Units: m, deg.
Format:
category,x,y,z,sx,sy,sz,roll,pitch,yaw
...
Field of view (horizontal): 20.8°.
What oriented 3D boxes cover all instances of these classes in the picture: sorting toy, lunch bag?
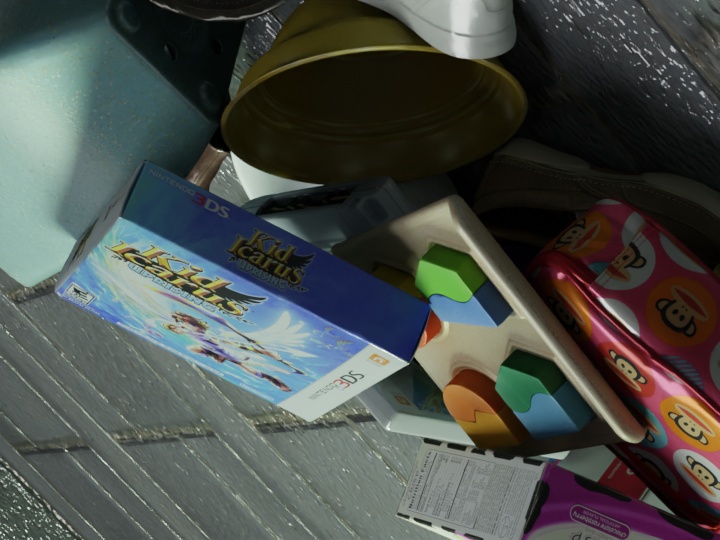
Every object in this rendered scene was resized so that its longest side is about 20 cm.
category,x,y,z,sx,sy,sz,roll,pitch,yaw
sorting toy,0.070,0.046,1.219,0.185,0.036,0.200,51,158,-9
lunch bag,0.180,0.064,1.203,0.200,0.082,0.176,43,157,11

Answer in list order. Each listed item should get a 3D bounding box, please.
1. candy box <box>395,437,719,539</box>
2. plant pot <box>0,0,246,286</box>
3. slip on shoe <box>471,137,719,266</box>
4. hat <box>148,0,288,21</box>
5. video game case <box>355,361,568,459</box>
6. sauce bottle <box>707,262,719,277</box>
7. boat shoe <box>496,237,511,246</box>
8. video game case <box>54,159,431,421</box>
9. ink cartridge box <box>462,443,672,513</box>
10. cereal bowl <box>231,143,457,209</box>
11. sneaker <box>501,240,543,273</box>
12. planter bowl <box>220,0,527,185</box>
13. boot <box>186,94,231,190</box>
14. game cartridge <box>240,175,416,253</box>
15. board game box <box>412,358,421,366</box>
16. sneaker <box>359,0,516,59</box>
category,x,y,z,sx,sy,sz,roll,pitch,yaw
candy box,0.123,0.163,1.248,0.136,0.061,0.200,24,172,-17
plant pot,-0.190,-0.139,1.305,0.200,0.197,0.196,-17,135,32
slip on shoe,0.163,-0.031,1.282,0.200,0.061,0.076,22,151,29
hat,-0.078,-0.256,1.205,0.201,0.201,0.081,40,-161,5
video game case,0.047,0.075,1.517,0.200,0.022,0.182,14,-157,-43
sauce bottle,0.242,0.019,1.212,0.065,0.065,0.200,49,147,-17
boat shoe,0.130,0.054,1.502,0.071,0.063,0.200,21,151,37
video game case,-0.080,0.019,1.243,0.200,0.046,0.181,27,156,-12
ink cartridge box,0.199,0.183,1.592,0.200,0.083,0.146,14,146,49
cereal bowl,0.003,-0.064,1.466,0.200,0.083,0.200,35,157,17
sneaker,0.180,0.022,1.352,0.200,0.081,0.089,27,147,21
planter bowl,0.006,-0.133,1.283,0.200,0.084,0.200,-3,158,-1
boot,-0.144,-0.119,1.594,0.072,0.200,0.166,14,137,-25
game cartridge,0.000,0.000,1.361,0.133,0.040,0.200,55,152,-18
board game box,0.067,0.038,1.399,0.200,0.028,0.135,31,154,25
sneaker,0.023,-0.219,1.191,0.200,0.074,0.116,34,140,39
